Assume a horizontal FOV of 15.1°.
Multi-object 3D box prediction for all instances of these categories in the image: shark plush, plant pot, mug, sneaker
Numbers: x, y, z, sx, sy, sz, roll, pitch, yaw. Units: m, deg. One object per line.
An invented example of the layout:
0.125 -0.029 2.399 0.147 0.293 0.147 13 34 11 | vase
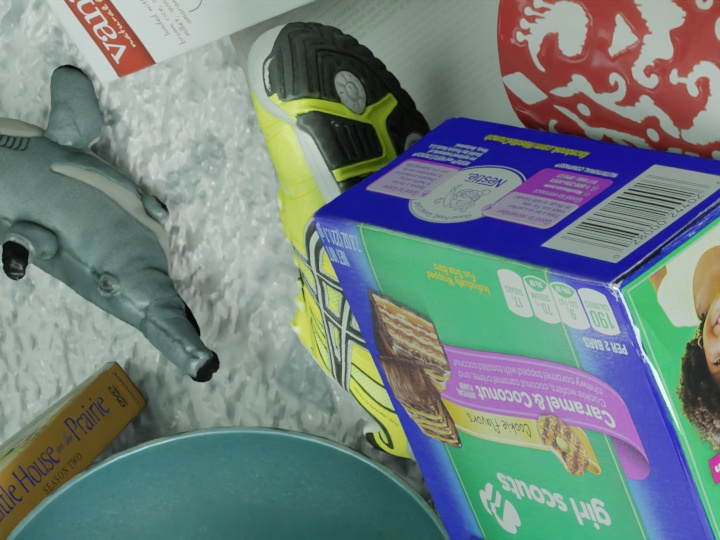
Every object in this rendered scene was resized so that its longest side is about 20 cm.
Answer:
-0.133 -0.004 1.195 0.200 0.083 0.091 52 126 28 | shark plush
-0.048 0.182 1.081 0.200 0.200 0.135 41 155 34 | plant pot
0.140 -0.048 0.884 0.200 0.133 0.178 23 85 45 | mug
0.000 0.000 1.012 0.076 0.075 0.200 -10 120 31 | sneaker

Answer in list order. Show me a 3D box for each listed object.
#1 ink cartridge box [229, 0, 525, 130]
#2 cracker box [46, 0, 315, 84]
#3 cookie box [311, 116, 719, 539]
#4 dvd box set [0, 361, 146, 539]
0.009 -0.109 1.072 0.145 0.048 0.201 -34 69 41 | ink cartridge box
-0.058 -0.161 1.021 0.200 0.058 0.134 -17 114 44 | cracker box
0.088 0.059 0.913 0.171 0.075 0.200 14 133 56 | cookie box
-0.183 0.122 1.166 0.146 0.200 0.029 -37 95 26 | dvd box set
